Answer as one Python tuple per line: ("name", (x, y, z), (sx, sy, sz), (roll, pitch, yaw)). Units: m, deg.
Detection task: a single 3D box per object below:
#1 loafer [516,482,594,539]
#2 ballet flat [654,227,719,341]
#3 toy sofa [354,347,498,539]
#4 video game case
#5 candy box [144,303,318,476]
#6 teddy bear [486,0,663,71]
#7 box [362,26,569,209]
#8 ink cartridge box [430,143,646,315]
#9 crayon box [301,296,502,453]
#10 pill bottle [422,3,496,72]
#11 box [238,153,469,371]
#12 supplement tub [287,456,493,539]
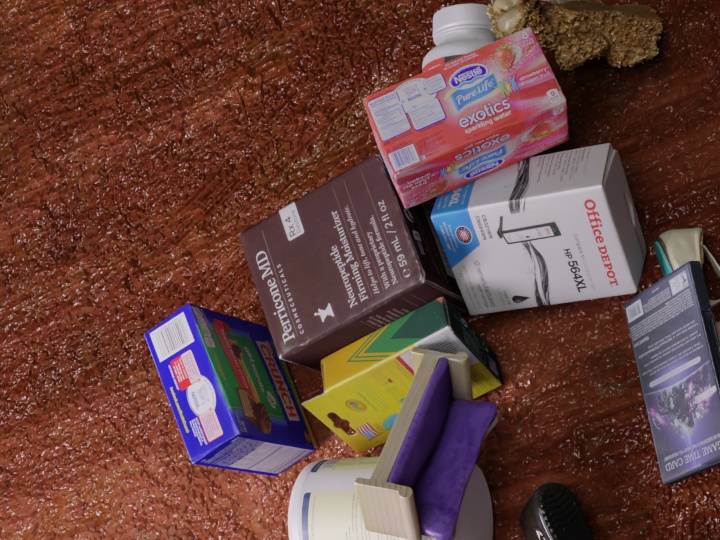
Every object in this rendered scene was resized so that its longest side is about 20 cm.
("loafer", (0.225, 0.330, 1.588), (0.071, 0.072, 0.203), (-40, 63, 55))
("ballet flat", (0.367, 0.046, 1.575), (0.069, 0.069, 0.203), (-20, 70, 22))
("toy sofa", (0.074, 0.182, 1.555), (0.096, 0.084, 0.201), (8, 47, 21))
("video game case", (0.334, 0.109, 1.548), (0.019, 0.143, 0.203), (-4, 73, -21))
("candy box", (-0.147, 0.143, 1.733), (0.076, 0.200, 0.171), (-30, 68, 16))
("teddy bear", (0.237, -0.268, 1.670), (0.145, 0.197, 0.068), (-122, 36, -55))
("box", (0.114, -0.162, 1.589), (0.198, 0.095, 0.104), (-24, 68, 1))
("ink cartridge box", (0.196, -0.042, 1.623), (0.197, 0.147, 0.085), (-9, 33, 26))
("crayon box", (0.044, 0.122, 1.679), (0.198, 0.127, 0.051), (-28, 43, 18))
("pill bottle", (0.126, -0.199, 1.718), (0.110, 0.111, 0.203), (-6, 76, 25))
("box", (0.000, 0.000, 1.709), (0.198, 0.164, 0.168), (-28, 68, 19))
("supplement tub", (0.034, 0.279, 1.644), (0.197, 0.145, 0.147), (-6, 76, 25))
